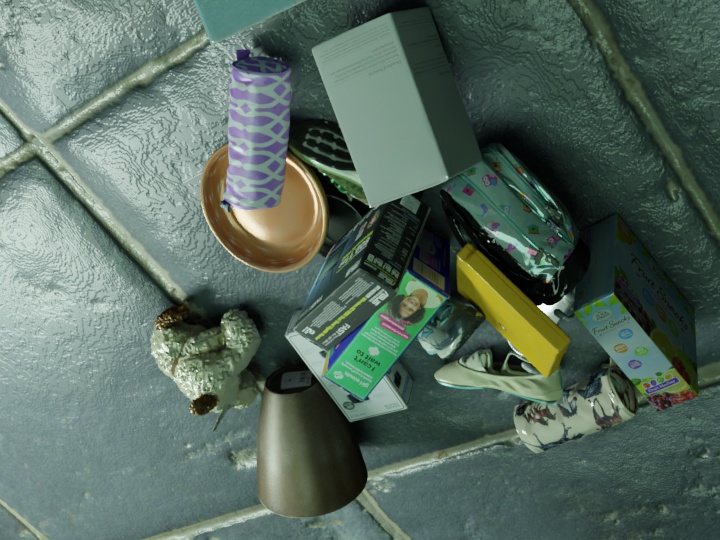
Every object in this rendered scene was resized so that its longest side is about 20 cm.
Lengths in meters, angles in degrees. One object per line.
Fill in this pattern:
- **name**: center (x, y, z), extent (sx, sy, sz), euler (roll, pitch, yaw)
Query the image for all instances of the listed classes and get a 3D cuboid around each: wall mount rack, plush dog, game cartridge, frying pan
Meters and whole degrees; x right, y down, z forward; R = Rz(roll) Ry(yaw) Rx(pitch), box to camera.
- **wall mount rack**: center (0.218, 0.043, 1.535), extent (0.174, 0.074, 0.201), euler (43, 136, 21)
- **plush dog**: center (-0.266, 0.146, 1.750), extent (0.171, 0.160, 0.201), euler (30, 138, 24)
- **game cartridge**: center (0.194, 0.053, 1.409), extent (0.176, 0.032, 0.200), euler (45, 173, 14)
- **frying pan**: center (-0.070, -0.068, 1.559), extent (0.188, 0.031, 0.116), euler (10, 130, 25)

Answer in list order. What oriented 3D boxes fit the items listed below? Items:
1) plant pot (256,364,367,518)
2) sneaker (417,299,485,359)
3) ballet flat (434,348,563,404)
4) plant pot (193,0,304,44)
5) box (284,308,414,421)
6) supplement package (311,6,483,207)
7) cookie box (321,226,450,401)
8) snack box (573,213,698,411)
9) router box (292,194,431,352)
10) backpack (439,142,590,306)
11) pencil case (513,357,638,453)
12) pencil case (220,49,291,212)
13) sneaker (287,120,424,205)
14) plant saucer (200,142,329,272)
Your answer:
- **plant pot**: center (-0.092, 0.261, 1.772), extent (0.185, 0.187, 0.202), euler (0, 116, 18)
- **sneaker**: center (0.106, 0.072, 1.543), extent (0.086, 0.078, 0.200), euler (46, 165, -5)
- **ballet flat**: center (0.207, 0.149, 1.636), extent (0.198, 0.070, 0.070), euler (8, 132, 21)
- **plant pot**: center (-0.097, -0.399, 1.181), extent (0.195, 0.196, 0.201), euler (-16, 113, 30)
- **box**: center (-0.014, 0.138, 1.699), extent (0.116, 0.060, 0.201), euler (-18, 122, 30)
- **supplement package**: center (0.046, -0.195, 1.302), extent (0.116, 0.117, 0.202), euler (-17, 96, 30)
- **cookie box**: center (0.038, 0.052, 1.497), extent (0.075, 0.172, 0.201), euler (32, 114, -10)
- **snack box**: center (0.361, 0.054, 1.426), extent (0.067, 0.169, 0.200), euler (-28, 116, 32)
- **router box**: center (0.000, 0.000, 1.441), extent (0.062, 0.151, 0.200), euler (32, 142, -12)
- **backpack**: center (0.194, -0.061, 1.386), extent (0.127, 0.167, 0.200), euler (-44, 95, -3)
- **pencil case**: center (0.319, 0.207, 1.638), extent (0.077, 0.090, 0.199), euler (20, 142, -40)
- **pencil case**: center (-0.136, -0.177, 1.420), extent (0.083, 0.085, 0.202), euler (-7, 118, -31)
- **sneaker**: center (-0.017, -0.126, 1.468), extent (0.199, 0.077, 0.089), euler (28, 141, -4)
- **plant saucer**: center (-0.130, -0.094, 1.526), extent (0.198, 0.037, 0.202), euler (12, 121, 20)
